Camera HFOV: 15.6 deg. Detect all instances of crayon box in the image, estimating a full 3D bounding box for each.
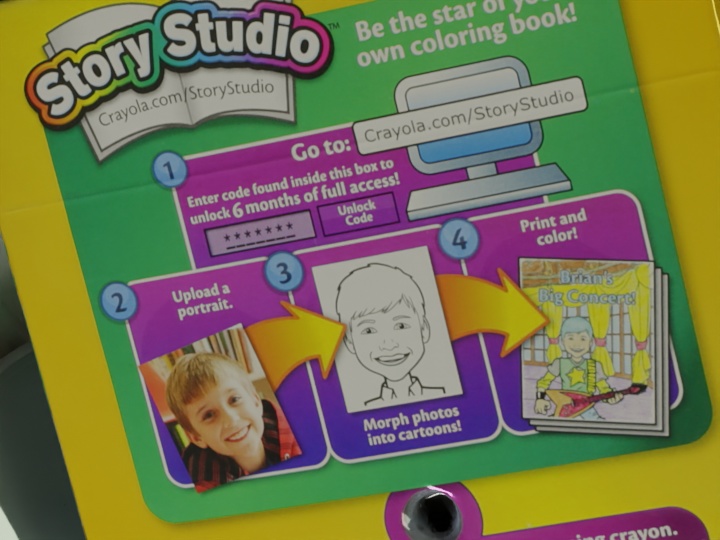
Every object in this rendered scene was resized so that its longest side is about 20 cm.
[{"bbox_3d":[0.010,-0.008,0.684,0.058,0.200,0.173,-40,118,-68],"label":"crayon box"}]

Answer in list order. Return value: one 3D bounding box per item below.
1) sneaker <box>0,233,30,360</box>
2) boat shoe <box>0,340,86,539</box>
[{"bbox_3d":[-0.131,-0.022,0.729,0.200,0.073,0.071,50,61,-48],"label":"sneaker"},{"bbox_3d":[-0.127,0.108,0.772,0.071,0.091,0.200,27,83,-21],"label":"boat shoe"}]
